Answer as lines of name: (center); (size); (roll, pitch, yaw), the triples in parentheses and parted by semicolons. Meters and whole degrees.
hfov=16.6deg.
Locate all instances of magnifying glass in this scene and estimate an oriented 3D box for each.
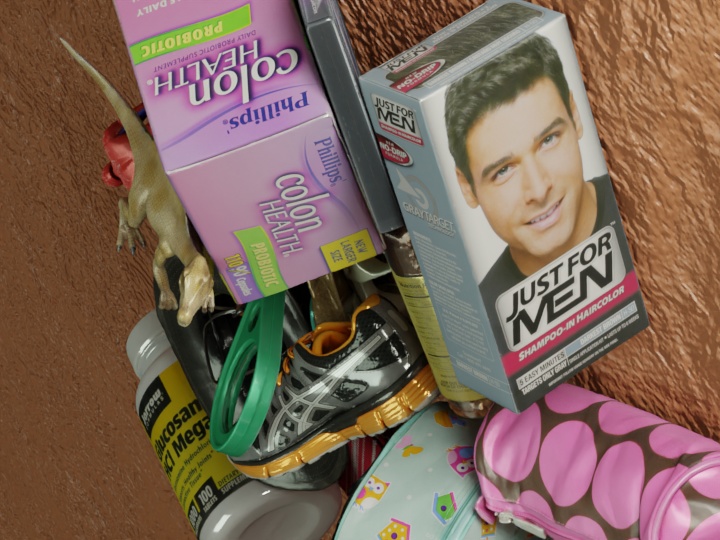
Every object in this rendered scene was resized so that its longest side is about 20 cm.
magnifying glass: (-0.062, 0.025, 1.620); (0.022, 0.201, 0.080); (17, 162, -18)

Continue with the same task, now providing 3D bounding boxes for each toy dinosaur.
toy dinosaur: (-0.116, -0.045, 1.446); (0.101, 0.058, 0.200); (96, 152, -58)

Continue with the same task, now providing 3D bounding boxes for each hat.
hat: (-0.055, 0.054, 1.741); (0.200, 0.081, 0.201); (30, 135, 34)

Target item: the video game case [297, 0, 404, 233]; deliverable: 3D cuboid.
video game case: (-0.018, -0.134, 1.376); (0.200, 0.019, 0.143); (-104, -5, -51)

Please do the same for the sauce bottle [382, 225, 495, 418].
sauce bottle: (0.049, -0.009, 1.476); (0.066, 0.066, 0.201); (16, 132, 58)

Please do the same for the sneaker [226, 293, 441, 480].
sneaker: (-0.023, 0.075, 1.596); (0.200, 0.078, 0.077); (-29, 97, 41)

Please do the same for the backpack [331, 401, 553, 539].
backpack: (0.062, 0.190, 1.568); (0.153, 0.176, 0.200); (21, 140, 30)

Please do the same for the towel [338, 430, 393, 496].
towel: (0.025, 0.162, 1.803); (0.200, 0.022, 0.145); (49, 158, 25)

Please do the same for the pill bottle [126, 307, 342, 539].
pill bottle: (-0.102, 0.119, 1.869); (0.113, 0.112, 0.200); (91, 154, -53)

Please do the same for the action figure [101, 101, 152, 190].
action figure: (-0.104, -0.106, 1.682); (0.200, 0.099, 0.065); (-29, 90, 46)

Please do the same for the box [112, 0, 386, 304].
box: (-0.072, -0.114, 1.408); (0.176, 0.096, 0.201); (67, -177, -64)

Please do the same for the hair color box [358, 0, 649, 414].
hair color box: (0.080, -0.035, 1.326); (0.061, 0.099, 0.201); (27, 142, 52)

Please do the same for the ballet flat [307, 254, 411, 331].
ballet flat: (0.000, 0.000, 1.606); (0.072, 0.068, 0.201); (9, 126, 37)

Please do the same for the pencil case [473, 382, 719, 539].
pencil case: (0.147, 0.126, 1.406); (0.091, 0.094, 0.200); (51, 163, -26)
